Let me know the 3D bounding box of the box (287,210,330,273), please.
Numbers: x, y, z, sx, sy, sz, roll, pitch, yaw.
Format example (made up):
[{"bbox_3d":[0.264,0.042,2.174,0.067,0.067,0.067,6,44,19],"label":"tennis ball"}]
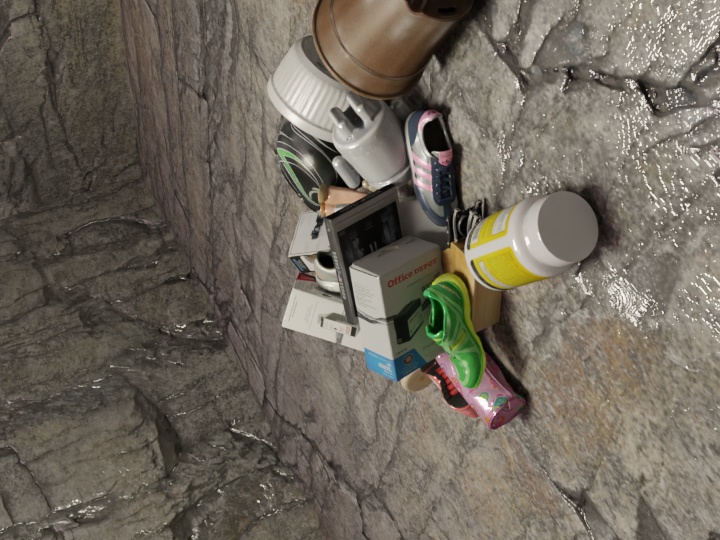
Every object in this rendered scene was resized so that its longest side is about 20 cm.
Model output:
[{"bbox_3d":[-0.036,-0.066,1.671,0.060,0.198,0.118,54,-142,-45],"label":"box"}]

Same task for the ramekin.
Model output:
[{"bbox_3d":[-0.058,-0.334,1.519,0.201,0.199,0.105,57,130,28],"label":"ramekin"}]

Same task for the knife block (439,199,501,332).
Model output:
[{"bbox_3d":[0.198,-0.008,1.375,0.202,0.063,0.175,68,159,3],"label":"knife block"}]

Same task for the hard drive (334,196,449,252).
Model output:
[{"bbox_3d":[0.062,-0.063,1.503,0.026,0.197,0.133,-70,-28,-62],"label":"hard drive"}]

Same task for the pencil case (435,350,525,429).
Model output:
[{"bbox_3d":[0.207,0.186,1.503,0.201,0.087,0.088,55,155,35],"label":"pencil case"}]

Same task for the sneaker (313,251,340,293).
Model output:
[{"bbox_3d":[0.000,0.000,1.584,0.198,0.074,0.080,2,138,20],"label":"sneaker"}]

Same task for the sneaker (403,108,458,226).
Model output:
[{"bbox_3d":[0.126,-0.168,1.393,0.082,0.070,0.202,8,119,66],"label":"sneaker"}]

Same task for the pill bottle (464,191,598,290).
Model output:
[{"bbox_3d":[0.238,-0.041,1.184,0.115,0.113,0.200,68,159,1],"label":"pill bottle"}]

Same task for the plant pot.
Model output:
[{"bbox_3d":[0.055,-0.384,1.222,0.198,0.199,0.202,-31,81,61],"label":"plant pot"}]

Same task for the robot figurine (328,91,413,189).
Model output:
[{"bbox_3d":[0.029,-0.216,1.447,0.200,0.169,0.113,42,-166,-40],"label":"robot figurine"}]

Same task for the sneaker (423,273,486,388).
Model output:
[{"bbox_3d":[0.149,0.106,1.398,0.074,0.083,0.202,10,120,64],"label":"sneaker"}]

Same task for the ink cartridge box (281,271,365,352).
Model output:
[{"bbox_3d":[-0.045,0.083,1.665,0.147,0.198,0.084,-86,14,-77],"label":"ink cartridge box"}]

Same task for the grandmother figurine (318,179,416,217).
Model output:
[{"bbox_3d":[0.025,-0.117,1.554,0.122,0.197,0.061,78,-160,-62],"label":"grandmother figurine"}]

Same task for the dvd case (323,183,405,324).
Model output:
[{"bbox_3d":[0.018,-0.027,1.441,0.025,0.150,0.202,20,131,47],"label":"dvd case"}]

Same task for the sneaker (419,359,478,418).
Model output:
[{"bbox_3d":[0.174,0.211,1.624,0.087,0.073,0.201,46,-169,-41],"label":"sneaker"}]

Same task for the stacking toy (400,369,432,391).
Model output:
[{"bbox_3d":[0.086,0.158,1.791,0.086,0.084,0.201,91,155,-44],"label":"stacking toy"}]

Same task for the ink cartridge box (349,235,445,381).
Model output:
[{"bbox_3d":[0.073,0.063,1.442,0.083,0.144,0.202,20,128,48],"label":"ink cartridge box"}]

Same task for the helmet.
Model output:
[{"bbox_3d":[-0.071,-0.233,1.651,0.192,0.199,0.200,59,159,-5],"label":"helmet"}]
